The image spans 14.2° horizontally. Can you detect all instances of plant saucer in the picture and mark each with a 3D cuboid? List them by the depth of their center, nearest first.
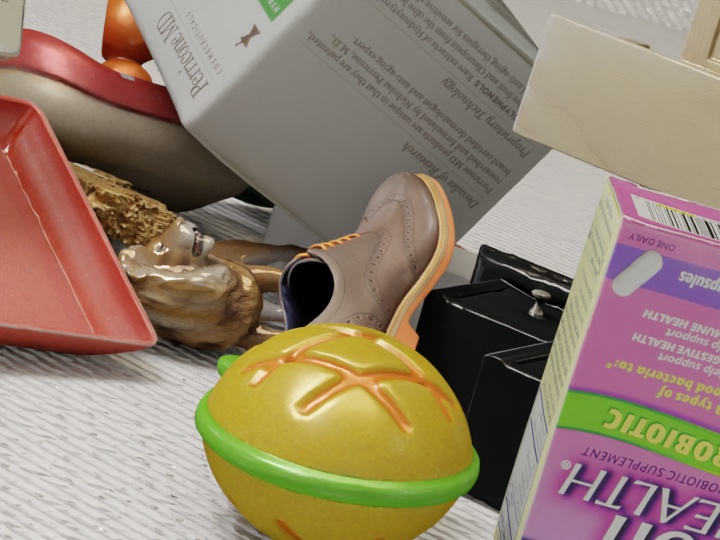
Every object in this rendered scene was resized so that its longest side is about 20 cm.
[{"bbox_3d":[-0.229,-0.029,1.558,0.200,0.037,0.200,9,38,-41],"label":"plant saucer"}]

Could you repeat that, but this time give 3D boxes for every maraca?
[{"bbox_3d":[-0.012,0.075,1.387,0.137,0.107,0.200,13,13,-6],"label":"maraca"}]

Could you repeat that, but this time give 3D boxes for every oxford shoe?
[{"bbox_3d":[0.000,0.000,1.610,0.073,0.071,0.200,38,36,-17],"label":"oxford shoe"}]

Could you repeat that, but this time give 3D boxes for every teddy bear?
[{"bbox_3d":[-0.186,-0.035,1.753,0.145,0.067,0.200,19,4,-23],"label":"teddy bear"}]

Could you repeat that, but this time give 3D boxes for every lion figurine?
[{"bbox_3d":[-0.080,0.011,1.690,0.122,0.073,0.200,9,-1,-1],"label":"lion figurine"}]

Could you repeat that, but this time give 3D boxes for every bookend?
[{"bbox_3d":[0.097,0.066,1.589,0.200,0.092,0.199,22,14,27],"label":"bookend"}]

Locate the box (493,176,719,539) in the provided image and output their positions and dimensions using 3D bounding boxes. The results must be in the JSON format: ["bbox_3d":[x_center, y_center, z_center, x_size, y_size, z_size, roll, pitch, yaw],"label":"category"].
[{"bbox_3d":[0.176,0.079,1.396,0.176,0.200,0.097,16,13,-3],"label":"box"}]

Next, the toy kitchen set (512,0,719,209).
[{"bbox_3d":[0.204,-0.072,1.646,0.163,0.200,0.180,25,14,32],"label":"toy kitchen set"}]

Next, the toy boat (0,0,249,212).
[{"bbox_3d":[-0.158,-0.121,1.884,0.200,0.131,0.131,15,-18,-33],"label":"toy boat"}]

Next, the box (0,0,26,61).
[{"bbox_3d":[-0.265,-0.146,1.611,0.082,0.068,0.200,8,-8,-32],"label":"box"}]

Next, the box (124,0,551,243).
[{"bbox_3d":[-0.008,-0.134,1.775,0.200,0.171,0.199,38,13,-32],"label":"box"}]

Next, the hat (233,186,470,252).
[{"bbox_3d":[-0.006,-0.033,1.940,0.166,0.200,0.176,50,24,-52],"label":"hat"}]

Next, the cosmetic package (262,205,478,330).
[{"bbox_3d":[0.041,0.008,1.854,0.200,0.051,0.083,21,15,19],"label":"cosmetic package"}]
